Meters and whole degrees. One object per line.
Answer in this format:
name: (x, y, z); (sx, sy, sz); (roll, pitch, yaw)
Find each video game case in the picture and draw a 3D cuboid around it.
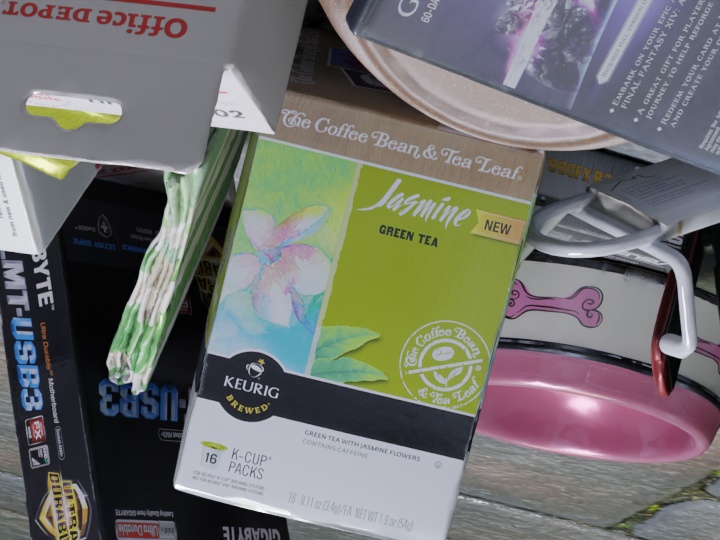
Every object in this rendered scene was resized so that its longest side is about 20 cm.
video game case: (0.113, -0.122, 1.135); (0.200, 0.143, 0.019); (20, -158, -22)

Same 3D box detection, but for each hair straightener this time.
hair straightener: (0.194, 0.006, 1.475); (0.077, 0.041, 0.200); (-4, -159, 14)

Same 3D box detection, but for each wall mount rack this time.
wall mount rack: (0.155, -0.021, 1.412); (0.200, 0.075, 0.174); (-18, -156, -24)

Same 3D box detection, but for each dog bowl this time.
dog bowl: (0.122, 0.053, 1.663); (0.200, 0.074, 0.200); (11, 166, 3)

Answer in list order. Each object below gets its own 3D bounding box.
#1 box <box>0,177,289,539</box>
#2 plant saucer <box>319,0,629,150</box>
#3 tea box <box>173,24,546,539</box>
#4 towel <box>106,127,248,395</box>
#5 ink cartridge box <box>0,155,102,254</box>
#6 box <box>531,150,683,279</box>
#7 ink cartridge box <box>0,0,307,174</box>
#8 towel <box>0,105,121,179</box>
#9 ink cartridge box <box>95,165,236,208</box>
box: (-0.110, 0.059, 1.507); (0.050, 0.199, 0.200); (-15, 167, 26)
plant saucer: (0.068, -0.114, 1.200); (0.200, 0.037, 0.201); (10, 138, 9)
tea box: (0.000, 0.000, 1.397); (0.133, 0.197, 0.200); (13, -166, -2)
towel: (-0.076, -0.048, 1.387); (0.023, 0.153, 0.200); (21, 146, 1)
ink cartridge box: (-0.223, -0.092, 1.432); (0.200, 0.144, 0.084); (8, 132, 20)
box: (0.072, -0.035, 1.614); (0.200, 0.048, 0.158); (16, 166, -12)
ink cartridge box: (-0.081, -0.123, 1.128); (0.115, 0.200, 0.068); (8, 162, 18)
towel: (-0.200, -0.079, 1.181); (0.200, 0.018, 0.086); (17, 165, -18)
ink cartridge box: (-0.132, -0.071, 1.560); (0.117, 0.067, 0.200); (-7, 164, 0)
